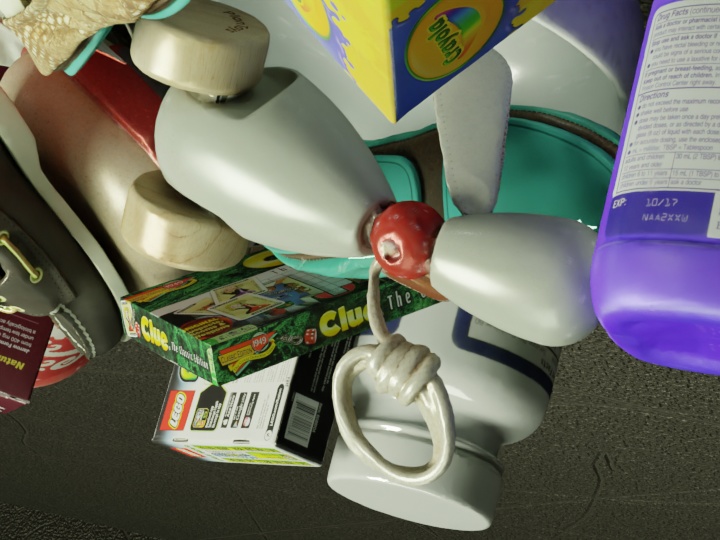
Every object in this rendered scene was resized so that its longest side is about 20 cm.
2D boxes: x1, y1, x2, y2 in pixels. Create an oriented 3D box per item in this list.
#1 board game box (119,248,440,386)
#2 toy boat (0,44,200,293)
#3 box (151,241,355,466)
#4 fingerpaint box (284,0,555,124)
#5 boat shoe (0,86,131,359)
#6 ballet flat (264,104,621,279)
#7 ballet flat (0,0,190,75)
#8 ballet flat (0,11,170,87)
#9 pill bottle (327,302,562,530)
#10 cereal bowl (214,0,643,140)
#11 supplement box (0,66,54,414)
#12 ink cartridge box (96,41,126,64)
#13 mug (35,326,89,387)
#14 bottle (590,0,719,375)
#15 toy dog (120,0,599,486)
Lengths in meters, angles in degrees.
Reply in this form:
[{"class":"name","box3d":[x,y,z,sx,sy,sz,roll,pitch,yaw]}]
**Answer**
[{"class":"board game box","box3d":[0.000,0.000,0.766,0.199,0.024,0.105,-20,-163,-26]},{"class":"toy boat","box3d":[-0.097,-0.055,0.845,0.131,0.131,0.200,44,159,12]},{"class":"box","box3d":[-0.041,0.002,0.900,0.035,0.201,0.110,27,160,-36]},{"class":"fingerpaint box","box3d":[0.048,-0.147,0.418,0.073,0.167,0.200,50,170,17]},{"class":"boat shoe","box3d":[-0.163,-0.020,0.752,0.072,0.061,0.202,31,158,38]},{"class":"ballet flat","box3d":[0.046,-0.030,0.672,0.199,0.068,0.070,0,-177,42]},{"class":"ballet flat","box3d":[-0.092,-0.108,0.543,0.065,0.071,0.200,32,167,-16]},{"class":"ballet flat","box3d":[-0.155,-0.130,0.842,0.069,0.070,0.200,2,163,36]},{"class":"pill bottle","box3d":[0.050,0.030,0.904,0.119,0.201,0.120,15,162,5]},{"class":"cereal bowl","box3d":[0.019,-0.112,0.673,0.199,0.084,0.200,15,162,5]},{"class":"supplement box","box3d":[-0.208,-0.034,0.933,0.108,0.201,0.061,22,162,-18]},{"class":"ink cartridge box","box3d":[-0.206,-0.121,0.690,0.199,0.057,0.163,30,-175,-22]},{"class":"mug","box3d":[-0.238,-0.011,1.152,0.177,0.134,0.200,18,159,-14]},{"class":"bottle","box3d":[0.132,-0.067,0.542,0.083,0.201,0.065,6,160,26]},{"class":"toy dog","box3d":[0.002,-0.031,0.619,0.200,0.096,0.132,42,124,11]}]
